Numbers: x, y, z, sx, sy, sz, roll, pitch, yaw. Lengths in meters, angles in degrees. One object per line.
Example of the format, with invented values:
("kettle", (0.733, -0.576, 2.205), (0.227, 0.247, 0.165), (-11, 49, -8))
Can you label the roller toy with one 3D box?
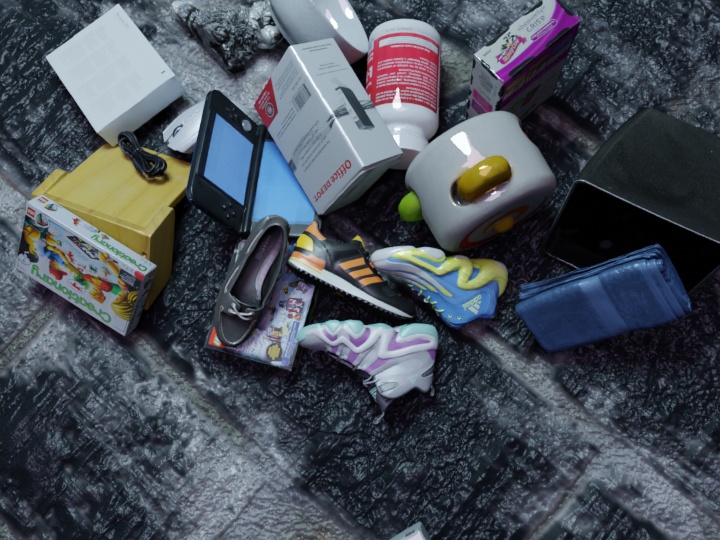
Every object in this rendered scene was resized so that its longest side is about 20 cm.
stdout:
("roller toy", (0.168, -0.115, 0.956), (0.182, 0.200, 0.140), (-19, 74, -32))

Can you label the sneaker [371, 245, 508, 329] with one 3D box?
("sneaker", (0.110, 0.026, 0.971), (0.200, 0.076, 0.105), (7, 85, -9))

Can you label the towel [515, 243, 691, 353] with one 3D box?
("towel", (0.314, 0.042, 0.915), (0.200, 0.049, 0.112), (-22, 117, 32))

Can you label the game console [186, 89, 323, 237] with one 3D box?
("game console", (-0.143, -0.159, 1.024), (0.118, 0.171, 0.200), (-13, 58, 29))

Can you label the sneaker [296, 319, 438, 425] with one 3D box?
("sneaker", (0.009, 0.142, 0.965), (0.200, 0.078, 0.140), (1, 78, 1))

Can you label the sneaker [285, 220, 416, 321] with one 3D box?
("sneaker", (0.000, 0.000, 0.990), (0.200, 0.070, 0.090), (26, 79, -7))

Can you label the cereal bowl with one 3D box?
("cereal bowl", (-0.077, -0.390, 1.057), (0.083, 0.200, 0.200), (-30, 74, 22))

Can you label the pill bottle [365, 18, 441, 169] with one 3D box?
("pill bottle", (0.063, -0.259, 1.042), (0.112, 0.112, 0.200), (2, 76, 7))

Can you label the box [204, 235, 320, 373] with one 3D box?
("box", (-0.134, 0.037, 1.032), (0.137, 0.040, 0.200), (13, 78, 11))

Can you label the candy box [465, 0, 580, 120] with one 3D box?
("candy box", (0.221, -0.274, 0.982), (0.136, 0.200, 0.061), (-39, 76, -5))

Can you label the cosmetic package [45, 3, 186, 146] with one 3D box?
("cosmetic package", (-0.397, -0.319, 1.130), (0.151, 0.052, 0.200), (-38, 67, -1))

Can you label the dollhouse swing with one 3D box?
("dollhouse swing", (-0.368, -0.077, 1.090), (0.200, 0.176, 0.182), (18, 121, 10))

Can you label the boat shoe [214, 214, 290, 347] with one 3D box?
("boat shoe", (-0.152, 0.016, 0.964), (0.067, 0.057, 0.200), (22, 94, -13))

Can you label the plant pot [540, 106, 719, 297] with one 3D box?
("plant pot", (0.386, -0.093, 0.933), (0.200, 0.200, 0.178), (27, 68, 12))

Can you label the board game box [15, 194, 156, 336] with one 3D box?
("board game box", (-0.402, -0.006, 1.015), (0.200, 0.035, 0.126), (31, 123, 4))

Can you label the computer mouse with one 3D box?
("computer mouse", (-0.271, -0.221, 1.085), (0.200, 0.044, 0.110), (-33, 56, -15))

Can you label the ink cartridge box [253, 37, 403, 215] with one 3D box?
("ink cartridge box", (-0.049, -0.201, 0.996), (0.084, 0.144, 0.200), (-25, 81, -36))

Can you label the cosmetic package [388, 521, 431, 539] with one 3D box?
("cosmetic package", (0.094, 0.430, 0.879), (0.074, 0.102, 0.200), (-30, 74, -2))

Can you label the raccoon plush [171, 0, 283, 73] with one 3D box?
("raccoon plush", (-0.205, -0.418, 1.128), (0.134, 0.097, 0.200), (-40, 75, -12))
